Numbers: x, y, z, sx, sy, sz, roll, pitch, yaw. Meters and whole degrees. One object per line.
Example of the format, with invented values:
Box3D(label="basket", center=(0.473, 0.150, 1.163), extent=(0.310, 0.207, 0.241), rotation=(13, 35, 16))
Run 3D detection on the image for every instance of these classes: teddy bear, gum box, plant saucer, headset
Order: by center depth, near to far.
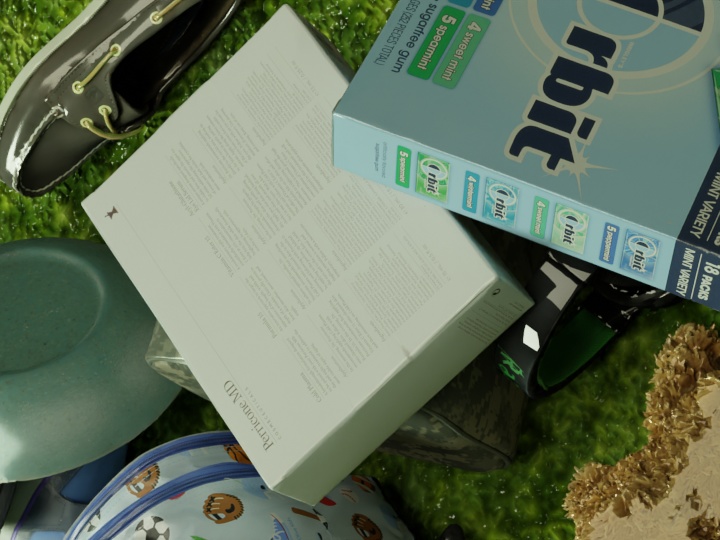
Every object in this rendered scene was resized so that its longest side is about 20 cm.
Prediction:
Box3D(label="gum box", center=(0.110, -0.088, 1.117), extent=(0.199, 0.045, 0.170), rotation=(20, 56, 13))
Box3D(label="teddy bear", center=(0.195, 0.088, 1.165), extent=(0.145, 0.067, 0.201), rotation=(31, 97, 21))
Box3D(label="headset", center=(0.149, -0.013, 1.167), extent=(0.094, 0.124, 0.200), rotation=(38, 88, 19))
Box3D(label="plant saucer", center=(-0.194, 0.036, 1.343), extent=(0.200, 0.201, 0.039), rotation=(25, 140, 31))

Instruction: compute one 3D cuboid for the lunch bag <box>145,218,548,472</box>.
Box3D(label="lunch bag", center=(0.000, 0.000, 1.252), extent=(0.199, 0.139, 0.169), rotation=(9, 74, 32))

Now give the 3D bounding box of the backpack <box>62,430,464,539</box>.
Box3D(label="backpack", center=(-0.076, 0.174, 1.248), extent=(0.154, 0.190, 0.200), rotation=(46, 111, 27))

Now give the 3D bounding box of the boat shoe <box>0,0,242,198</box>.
Box3D(label="boat shoe", center=(-0.146, -0.115, 1.384), extent=(0.201, 0.072, 0.061), rotation=(-50, 59, 16))

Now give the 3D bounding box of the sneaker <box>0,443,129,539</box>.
Box3D(label="sneaker", center=(-0.148, 0.194, 1.366), extent=(0.146, 0.081, 0.201), rotation=(33, 100, 21))

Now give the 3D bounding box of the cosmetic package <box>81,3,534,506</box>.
Box3D(label="cosmetic package", center=(-0.030, -0.009, 1.157), extent=(0.151, 0.052, 0.200), rotation=(-41, 59, 9))

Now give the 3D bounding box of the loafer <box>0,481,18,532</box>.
Box3D(label="loafer", center=(-0.227, 0.091, 1.366), extent=(0.072, 0.063, 0.201), rotation=(-56, 19, 38))
